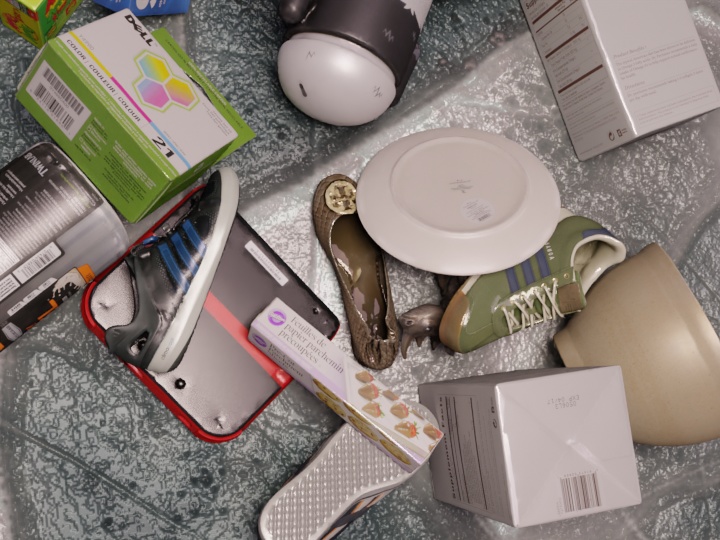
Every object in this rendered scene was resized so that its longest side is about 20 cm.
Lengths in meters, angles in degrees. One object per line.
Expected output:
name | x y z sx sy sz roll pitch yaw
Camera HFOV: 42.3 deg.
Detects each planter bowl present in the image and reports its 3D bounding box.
planter bowl | 0.274 0.090 0.920 0.135 0.200 0.200 -26 91 10

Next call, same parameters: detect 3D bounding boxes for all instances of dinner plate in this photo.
dinner plate | 0.095 -0.078 0.904 0.200 0.024 0.200 -1 52 1

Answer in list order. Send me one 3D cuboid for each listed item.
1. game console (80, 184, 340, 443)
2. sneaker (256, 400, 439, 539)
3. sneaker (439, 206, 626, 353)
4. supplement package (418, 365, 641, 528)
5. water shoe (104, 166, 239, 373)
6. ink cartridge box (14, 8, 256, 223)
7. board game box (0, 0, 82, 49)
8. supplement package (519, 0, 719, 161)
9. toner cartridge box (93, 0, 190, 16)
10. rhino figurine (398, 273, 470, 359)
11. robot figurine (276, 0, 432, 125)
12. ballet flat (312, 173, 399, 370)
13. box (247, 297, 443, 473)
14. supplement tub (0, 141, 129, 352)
game console | -0.142 0.043 0.884 0.200 0.031 0.177 47 69 -7
sneaker | -0.016 0.195 0.873 0.200 0.079 0.078 -31 74 -24
sneaker | 0.171 0.016 0.885 0.200 0.090 0.067 -40 134 -23
supplement package | 0.147 0.155 0.857 0.121 0.200 0.120 -7 85 -15
water shoe | -0.168 -0.011 0.830 0.079 0.071 0.200 21 73 -13
ink cartridge box | -0.174 -0.155 0.821 0.148 0.076 0.200 49 41 -5
board game box | -0.255 -0.308 0.852 0.048 0.102 0.200 34 76 -8
supplement package | 0.270 -0.235 0.980 0.117 0.117 0.200 -20 90 -16
toner cartridge box | -0.175 -0.331 0.828 0.043 0.095 0.200 26 117 15
rhino figurine | 0.106 0.012 0.933 0.087 0.060 0.200 47 73 -25
robot figurine | -0.005 -0.239 0.903 0.150 0.125 0.200 22 78 -7
ballet flat | 0.000 0.000 0.915 0.067 0.046 0.200 -11 87 -17
box | -0.015 0.106 0.852 0.200 0.041 0.039 39 62 5
supplement tub | -0.309 -0.006 0.791 0.200 0.123 0.123 -41 95 -15
